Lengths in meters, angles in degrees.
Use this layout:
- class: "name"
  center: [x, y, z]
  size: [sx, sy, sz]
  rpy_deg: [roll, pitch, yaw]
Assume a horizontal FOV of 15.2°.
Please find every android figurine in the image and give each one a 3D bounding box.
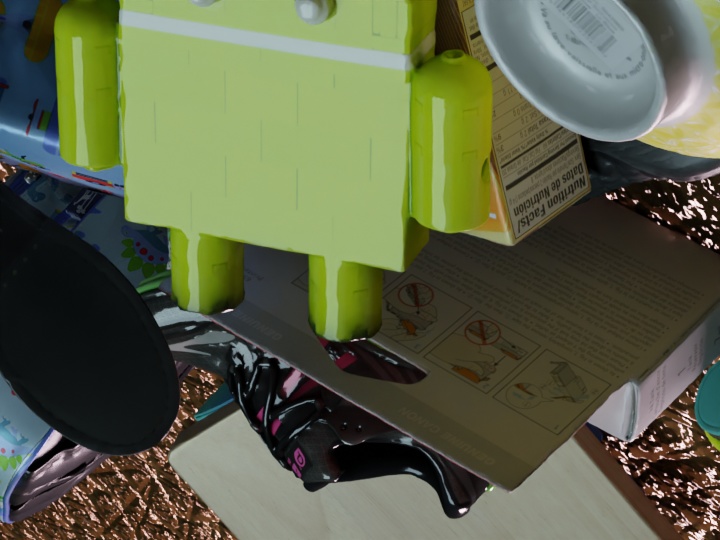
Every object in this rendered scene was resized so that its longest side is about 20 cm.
- class: "android figurine"
  center: [-0.034, -0.069, 1.051]
  size: [0.182, 0.041, 0.200]
  rpy_deg: [12, 121, 17]

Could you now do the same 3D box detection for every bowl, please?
- class: "bowl"
  center: [0.102, -0.107, 0.930]
  size: [0.200, 0.108, 0.200]
  rpy_deg: [32, 148, 23]

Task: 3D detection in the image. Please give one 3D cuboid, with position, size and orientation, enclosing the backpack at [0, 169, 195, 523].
- class: "backpack"
  center: [-0.172, 0.033, 1.526]
  size: [0.147, 0.200, 0.183]
  rpy_deg: [39, 158, 7]

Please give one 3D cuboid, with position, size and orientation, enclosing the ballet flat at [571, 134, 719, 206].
- class: "ballet flat"
  center: [0.115, -0.067, 1.107]
  size: [0.200, 0.057, 0.066]
  rpy_deg: [-13, 97, 57]

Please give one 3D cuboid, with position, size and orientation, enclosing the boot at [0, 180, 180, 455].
- class: "boot"
  center: [-0.149, 0.003, 1.244]
  size: [0.200, 0.069, 0.174]
  rpy_deg: [47, 179, 4]

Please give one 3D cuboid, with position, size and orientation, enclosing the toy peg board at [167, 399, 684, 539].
- class: "toy peg board"
  center: [0.044, 0.100, 1.419]
  size: [0.199, 0.098, 0.200]
  rpy_deg: [-32, 108, 31]

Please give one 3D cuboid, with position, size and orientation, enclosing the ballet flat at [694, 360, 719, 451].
- class: "ballet flat"
  center: [0.226, 0.069, 1.149]
  size: [0.067, 0.067, 0.200]
  rpy_deg: [30, 168, -29]

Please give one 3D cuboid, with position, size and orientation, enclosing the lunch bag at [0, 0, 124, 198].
- class: "lunch bag"
  center: [-0.118, -0.068, 1.213]
  size: [0.150, 0.094, 0.200]
  rpy_deg: [17, 165, -1]

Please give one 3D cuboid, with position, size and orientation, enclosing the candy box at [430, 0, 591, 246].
- class: "candy box"
  center: [0.017, -0.116, 1.085]
  size: [0.115, 0.055, 0.200]
  rpy_deg: [17, 132, 45]

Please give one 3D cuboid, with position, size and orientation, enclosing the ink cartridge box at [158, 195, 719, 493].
- class: "ink cartridge box"
  center: [0.041, 0.017, 1.187]
  size: [0.200, 0.174, 0.044]
  rpy_deg: [29, 141, 29]

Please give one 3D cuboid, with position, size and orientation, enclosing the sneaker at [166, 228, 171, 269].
- class: "sneaker"
  center: [-0.079, -0.044, 1.382]
  size: [0.200, 0.089, 0.077]
  rpy_deg: [41, 157, 2]

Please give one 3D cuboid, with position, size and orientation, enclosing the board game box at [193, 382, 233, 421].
- class: "board game box"
  center: [-0.002, 0.108, 1.588]
  size: [0.152, 0.045, 0.200]
  rpy_deg: [45, 156, -8]

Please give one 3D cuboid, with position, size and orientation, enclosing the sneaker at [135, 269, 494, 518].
- class: "sneaker"
  center: [-0.024, 0.055, 1.242]
  size: [0.200, 0.084, 0.077]
  rpy_deg: [20, 162, 12]
